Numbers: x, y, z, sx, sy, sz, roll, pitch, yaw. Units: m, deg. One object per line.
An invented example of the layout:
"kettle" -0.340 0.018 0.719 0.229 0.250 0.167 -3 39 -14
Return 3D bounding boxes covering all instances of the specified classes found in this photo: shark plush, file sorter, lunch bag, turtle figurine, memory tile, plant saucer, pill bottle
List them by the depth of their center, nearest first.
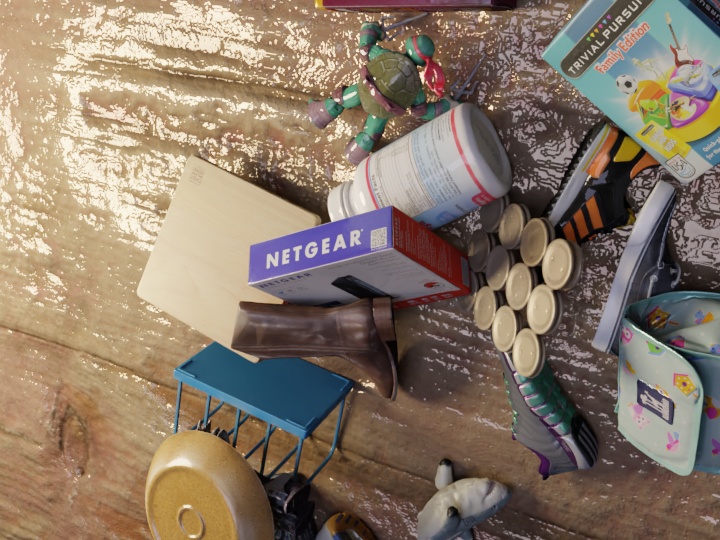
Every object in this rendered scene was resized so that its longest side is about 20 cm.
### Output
"lunch bag" 0.359 0.118 0.813 0.196 0.123 0.173 4 128 23
"memory tile" 0.165 0.008 0.874 0.016 0.200 0.156 5 112 -21
"turtle figurine" 0.034 -0.213 0.908 0.199 0.100 0.151 -37 88 34
"pill bottle" 0.063 -0.098 0.916 0.198 0.109 0.110 -25 93 29
"plant saucer" -0.193 0.295 0.963 0.197 0.035 0.204 7 103 29
"shark plush" 0.118 0.345 1.044 0.082 0.091 0.203 18 110 -14
"file sorter" -0.134 0.191 1.075 0.197 0.139 0.125 21 115 18

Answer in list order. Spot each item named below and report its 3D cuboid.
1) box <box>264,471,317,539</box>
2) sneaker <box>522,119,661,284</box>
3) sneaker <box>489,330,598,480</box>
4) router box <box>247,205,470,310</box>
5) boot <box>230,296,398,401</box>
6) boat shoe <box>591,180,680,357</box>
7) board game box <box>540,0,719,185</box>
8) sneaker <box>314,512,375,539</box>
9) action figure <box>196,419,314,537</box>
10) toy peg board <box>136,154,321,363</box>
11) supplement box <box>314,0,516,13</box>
"box" -0.151 0.393 1.104 0.105 0.200 0.151 -13 100 27
"sneaker" 0.245 -0.054 0.867 0.089 0.070 0.202 26 117 6
"sneaker" 0.194 0.159 0.951 0.087 0.074 0.202 -33 90 33
"router box" 0.000 0.000 0.929 0.197 0.179 0.050 -13 66 32
"boot" -0.053 0.100 0.989 0.196 0.065 0.188 -5 133 3
"boat shoe" 0.307 0.007 0.853 0.067 0.072 0.203 21 115 20
"board game box" 0.290 -0.191 0.759 0.199 0.047 0.151 41 153 -1
"sneaker" 0.012 0.435 1.118 0.200 0.075 0.088 49 122 16
"action figure" -0.154 0.261 0.997 0.197 0.069 0.132 14 122 25
"toy peg board" -0.161 -0.017 1.066 0.198 0.098 0.202 26 98 15
"supplement box" 0.061 -0.320 0.852 0.196 0.110 0.087 7 107 23
